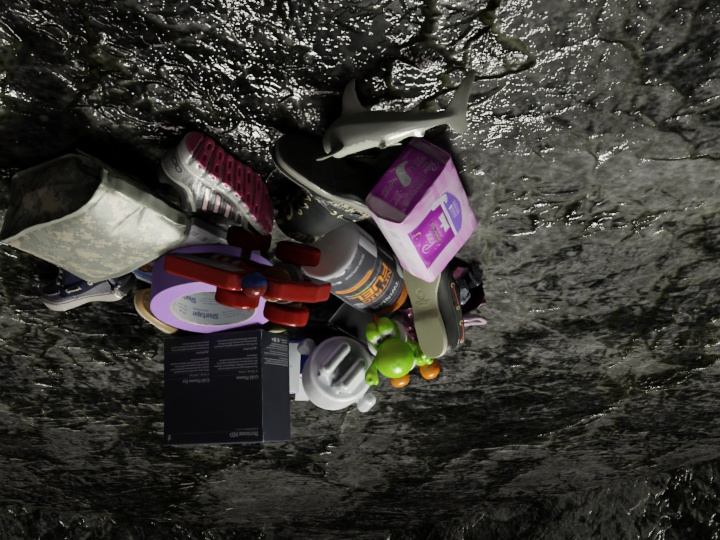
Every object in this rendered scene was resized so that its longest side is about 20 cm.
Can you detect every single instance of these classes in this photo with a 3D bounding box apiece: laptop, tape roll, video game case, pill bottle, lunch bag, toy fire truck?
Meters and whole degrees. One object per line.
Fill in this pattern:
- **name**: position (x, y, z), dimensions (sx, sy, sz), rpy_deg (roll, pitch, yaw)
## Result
- **laptop**: position (-0.017, 0.070, 1.537), dimensions (0.198, 0.117, 0.187), rpy_deg (1, 159, 34)
- **tape roll**: position (-0.234, 0.033, 1.392), dimensions (0.198, 0.066, 0.201), rpy_deg (-2, 153, -1)
- **video game case**: position (-0.277, -0.020, 1.375), dimensions (0.199, 0.018, 0.143), rpy_deg (-21, 149, 32)
- **pill bottle**: position (0.000, 0.000, 1.340), dimensions (0.105, 0.107, 0.200), rpy_deg (-16, 151, 25)
- **lunch bag**: position (-0.341, -0.076, 1.145), dimensions (0.198, 0.119, 0.164), rpy_deg (-13, 152, 30)
- **toy fire truck**: position (-0.150, 0.011, 1.202), dimensions (0.198, 0.113, 0.168), rpy_deg (16, -170, 20)

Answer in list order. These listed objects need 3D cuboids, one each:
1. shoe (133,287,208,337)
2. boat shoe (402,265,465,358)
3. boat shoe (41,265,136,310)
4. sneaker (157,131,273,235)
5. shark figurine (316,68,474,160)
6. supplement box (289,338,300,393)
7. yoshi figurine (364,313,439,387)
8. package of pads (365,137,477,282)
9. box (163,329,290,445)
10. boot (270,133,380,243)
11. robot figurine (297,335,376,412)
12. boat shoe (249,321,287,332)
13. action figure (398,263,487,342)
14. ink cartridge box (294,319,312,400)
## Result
- **shoe**: position (-0.336, 0.087, 1.524), dimensions (0.053, 0.071, 0.200), rpy_deg (-22, 151, 18)
- **boat shoe**: position (0.115, 0.030, 1.344), dimensions (0.063, 0.204, 0.073), rpy_deg (-14, -173, -43)
- **boat shoe**: position (-0.448, 0.002, 1.365), dimensions (0.198, 0.075, 0.093), rpy_deg (-10, 129, 30)
- **sneaker**: position (-0.193, -0.105, 1.151), dimensions (0.087, 0.074, 0.200), rpy_deg (-17, 145, 26)
- **shark figurine**: position (0.022, -0.184, 1.013), dimensions (0.213, 0.091, 0.128), rpy_deg (-9, -172, 30)
- **supplement box**: position (-0.222, 0.177, 1.621), dimensions (0.198, 0.105, 0.101), rpy_deg (-1, 174, 26)
- **yoshi figurine**: position (0.062, 0.145, 1.395), dimensions (0.111, 0.113, 0.200), rpy_deg (25, 168, 29)
- **package of pads**: position (0.086, -0.075, 1.175), dimensions (0.075, 0.121, 0.200), rpy_deg (33, 170, 28)
- **box**: position (-0.229, 0.204, 1.490), dimensions (0.198, 0.184, 0.104), rpy_deg (-6, 168, 22)
- **boot**: position (-0.075, -0.100, 1.170), dimensions (0.153, 0.074, 0.203), rpy_deg (-22, 148, 38)
- **robot figurine**: position (-0.043, 0.179, 1.508), dimensions (0.113, 0.170, 0.200), rpy_deg (-43, 175, -18)
- **boat shoe**: position (-0.220, 0.089, 1.538), dimensions (0.199, 0.072, 0.066), rpy_deg (6, 149, -27)
- **action figure**: position (0.134, 0.077, 1.477), dimensions (0.133, 0.150, 0.200), rpy_deg (12, 137, -40)
- **ink cartridge box**: position (-0.111, 0.179, 1.701), dimensions (0.037, 0.096, 0.200), rpy_deg (2, 153, -7)
